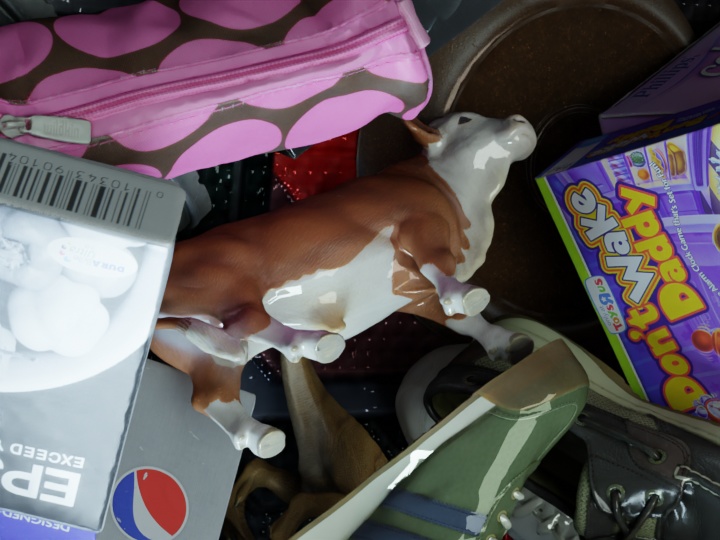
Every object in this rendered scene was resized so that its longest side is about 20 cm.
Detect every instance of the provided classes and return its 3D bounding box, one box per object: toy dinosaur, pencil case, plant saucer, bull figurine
[{"bbox_3d":[-0.014,0.086,1.091,0.106,0.060,0.200,-38,108,-22],"label":"toy dinosaur"},{"bbox_3d":[-0.070,-0.071,0.917,0.200,0.094,0.091,-18,86,-17],"label":"pencil case"},{"bbox_3d":[0.093,-0.054,1.125,0.200,0.034,0.201,-6,104,-26],"label":"plant saucer"},{"bbox_3d":[0.000,0.000,1.011,0.200,0.121,0.065,-23,131,-16],"label":"bull figurine"}]

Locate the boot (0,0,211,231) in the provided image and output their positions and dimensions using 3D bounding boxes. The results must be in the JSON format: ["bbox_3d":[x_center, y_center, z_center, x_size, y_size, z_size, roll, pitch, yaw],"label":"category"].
[{"bbox_3d":[-0.180,-0.016,0.965,0.200,0.066,0.165,-48,110,-15],"label":"boot"}]

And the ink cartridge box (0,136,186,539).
[{"bbox_3d":[-0.179,0.031,0.877,0.198,0.043,0.200,14,128,-4],"label":"ink cartridge box"}]

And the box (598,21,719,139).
[{"bbox_3d":[0.212,-0.014,1.123,0.176,0.097,0.200,-36,119,-46],"label":"box"}]

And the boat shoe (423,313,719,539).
[{"bbox_3d":[0.113,0.091,1.026,0.066,0.201,0.072,-36,144,-33],"label":"boat shoe"}]

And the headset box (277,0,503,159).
[{"bbox_3d":[-0.002,-0.168,1.022,0.200,0.077,0.149,-39,117,-16],"label":"headset box"}]

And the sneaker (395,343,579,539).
[{"bbox_3d":[0.103,0.104,1.123,0.200,0.100,0.075,40,90,-23],"label":"sneaker"}]

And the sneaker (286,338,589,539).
[{"bbox_3d":[0.031,0.123,0.993,0.200,0.067,0.090,-39,79,7],"label":"sneaker"}]

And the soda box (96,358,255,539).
[{"bbox_3d":[-0.104,0.139,0.990,0.068,0.063,0.200,19,64,-12],"label":"soda box"}]

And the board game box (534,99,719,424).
[{"bbox_3d":[0.176,0.026,1.020,0.045,0.134,0.200,-38,106,-47],"label":"board game box"}]
